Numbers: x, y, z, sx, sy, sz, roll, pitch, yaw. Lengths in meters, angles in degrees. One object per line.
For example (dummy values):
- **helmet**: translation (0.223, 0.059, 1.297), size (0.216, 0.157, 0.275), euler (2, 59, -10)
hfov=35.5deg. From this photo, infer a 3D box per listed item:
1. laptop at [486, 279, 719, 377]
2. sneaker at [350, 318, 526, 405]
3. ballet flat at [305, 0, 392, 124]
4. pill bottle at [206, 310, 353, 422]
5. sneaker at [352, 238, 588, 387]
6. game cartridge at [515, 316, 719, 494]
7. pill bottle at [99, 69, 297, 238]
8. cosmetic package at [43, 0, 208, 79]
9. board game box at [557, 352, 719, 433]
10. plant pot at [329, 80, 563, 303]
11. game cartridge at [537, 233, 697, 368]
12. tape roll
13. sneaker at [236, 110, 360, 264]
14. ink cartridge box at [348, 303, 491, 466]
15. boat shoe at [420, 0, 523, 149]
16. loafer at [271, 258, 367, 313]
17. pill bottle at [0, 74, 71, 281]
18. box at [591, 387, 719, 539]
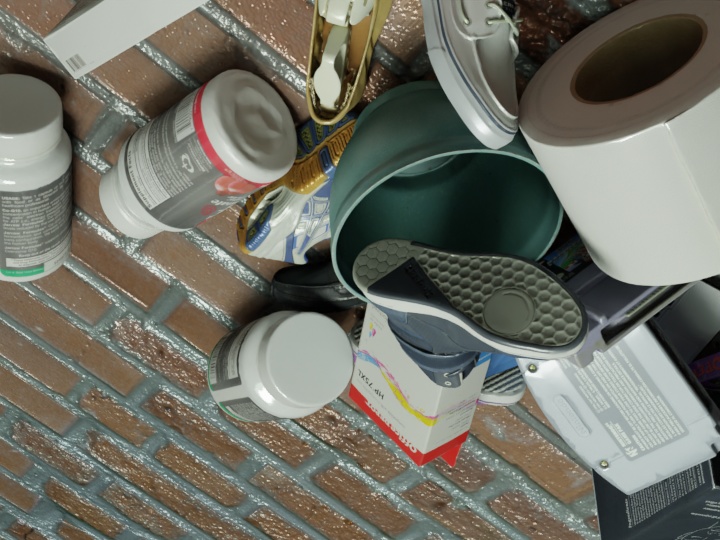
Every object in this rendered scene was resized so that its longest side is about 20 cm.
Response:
- **laptop**: translation (0.228, 0.073, 1.091), size (0.199, 0.116, 0.188), euler (29, 136, 3)
- **sneaker**: translation (0.087, 0.120, 1.235), size (0.199, 0.073, 0.115), euler (17, 140, 21)
- **ballet flat**: translation (-0.012, -0.210, 0.965), size (0.068, 0.063, 0.201), euler (17, 135, 9)
- **pill bottle**: translation (-0.087, 0.104, 1.204), size (0.113, 0.114, 0.200), euler (37, 160, -14)
- **sneaker**: translation (0.104, 0.049, 0.921), size (0.201, 0.077, 0.146), euler (19, 155, 33)
- **game cartridge**: translation (0.230, 0.106, 1.026), size (0.133, 0.042, 0.201), euler (-31, 102, 32)
- **pill bottle**: translation (-0.165, -0.104, 1.092), size (0.199, 0.111, 0.111), euler (-25, 119, 38)
- **cosmetic package**: translation (-0.187, -0.245, 0.991), size (0.199, 0.083, 0.051), euler (-20, 119, 34)
- **board game box**: translation (0.315, 0.143, 1.151), size (0.199, 0.033, 0.120), euler (-28, 136, 36)
- **plant pot**: translation (0.061, -0.078, 0.979), size (0.198, 0.135, 0.201), euler (-9, 141, -7)
- **game cartridge**: translation (0.222, -0.007, 0.943), size (0.039, 0.199, 0.130), euler (60, 169, -30)
- **tape roll**: translation (0.239, -0.107, 0.861), size (0.201, 0.203, 0.140), euler (-15, 123, 33)
- **sneaker**: translation (-0.039, -0.080, 1.106), size (0.088, 0.076, 0.200), euler (18, 137, -32)
- **ink cartridge box**: translation (0.055, 0.106, 1.108), size (0.116, 0.067, 0.201), euler (41, 138, 33)
- **boat shoe**: translation (0.089, -0.194, 0.861), size (0.067, 0.201, 0.073), euler (-30, 158, 32)
- **loafer**: translation (0.000, 0.000, 1.157), size (0.199, 0.068, 0.071), euler (-3, 122, 18)
- **pill bottle**: translation (-0.357, -0.094, 1.167), size (0.112, 0.114, 0.201), euler (19, 136, 4)
- **box**: translation (0.352, 0.216, 1.139), size (0.147, 0.108, 0.200), euler (11, 145, -18)
